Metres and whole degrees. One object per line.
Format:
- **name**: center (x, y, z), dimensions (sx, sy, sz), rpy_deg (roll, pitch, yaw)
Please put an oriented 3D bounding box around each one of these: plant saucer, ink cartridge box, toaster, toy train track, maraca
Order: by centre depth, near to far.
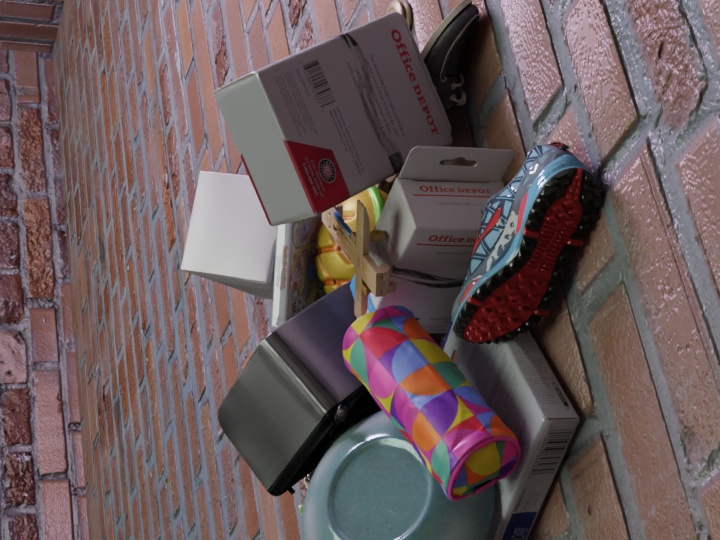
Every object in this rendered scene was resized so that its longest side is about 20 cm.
- **plant saucer**: center (0.025, 0.211, 1.256), dimensions (0.039, 0.200, 0.202), rpy_deg (46, -157, -51)
- **ink cartridge box**: center (0.124, 0.144, 1.290), dimensions (0.201, 0.040, 0.201), rpy_deg (-115, 33, -47)
- **toy train track**: center (0.002, -0.025, 1.315), dimensions (0.200, 0.032, 0.116), rpy_deg (-126, 35, -62)
- **ink cartridge box**: center (0.076, -0.025, 1.318), dimensions (0.201, 0.115, 0.068), rpy_deg (113, 148, -45)
- **ink cartridge box**: center (-0.023, -0.150, 1.336), dimensions (0.083, 0.199, 0.146), rpy_deg (-13, 103, 51)
- **toaster**: center (-0.034, 0.116, 1.418), dimensions (0.119, 0.181, 0.200), rpy_deg (46, 138, 11)
- **maraca**: center (0.000, 0.000, 1.525), dimensions (0.137, 0.106, 0.201), rpy_deg (-116, 32, -61)

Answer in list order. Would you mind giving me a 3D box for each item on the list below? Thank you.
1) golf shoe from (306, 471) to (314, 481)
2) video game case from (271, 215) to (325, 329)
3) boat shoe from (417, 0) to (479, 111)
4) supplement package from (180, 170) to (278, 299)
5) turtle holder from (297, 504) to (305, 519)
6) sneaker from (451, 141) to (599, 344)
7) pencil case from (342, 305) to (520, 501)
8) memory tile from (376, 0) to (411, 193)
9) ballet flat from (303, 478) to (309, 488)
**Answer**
- **golf shoe**: center (-0.016, 0.161, 1.574), dimensions (0.078, 0.096, 0.202), rpy_deg (-178, 91, -70)
- **video game case**: center (-0.044, -0.032, 1.576), dimensions (0.023, 0.200, 0.184), rpy_deg (6, 97, 24)
- **boat shoe**: center (0.086, -0.190, 1.412), dimensions (0.063, 0.073, 0.201), rpy_deg (36, 130, 11)
- **supplement package**: center (-0.105, -0.034, 1.614), dimensions (0.200, 0.119, 0.122), rpy_deg (25, -106, -65)
- **turtle holder**: center (0.034, 0.266, 1.348), dimensions (0.186, 0.131, 0.141), rpy_deg (63, -177, 29)
- **sneaker**: center (0.142, -0.024, 1.212), dimensions (0.201, 0.079, 0.096), rpy_deg (-58, 27, 26)
- **pencil case**: center (0.061, 0.116, 1.230), dimensions (0.200, 0.088, 0.089), rpy_deg (51, 137, 40)
- **memory tile**: center (0.030, -0.197, 1.582), dimensions (0.153, 0.017, 0.202), rpy_deg (140, 127, -63)
- **ballet flat**: center (-0.055, 0.230, 1.699), dimensions (0.200, 0.070, 0.071), rpy_deg (-125, 42, -52)
